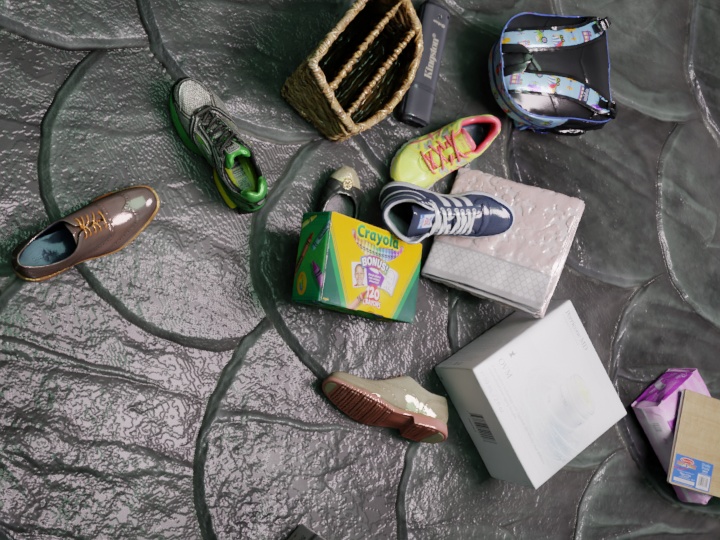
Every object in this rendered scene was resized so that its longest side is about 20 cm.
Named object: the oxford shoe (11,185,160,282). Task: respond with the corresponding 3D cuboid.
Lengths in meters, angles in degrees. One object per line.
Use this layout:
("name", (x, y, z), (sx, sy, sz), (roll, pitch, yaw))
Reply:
("oxford shoe", (-0.337, -0.048, 0.953), (0.200, 0.073, 0.072), (-36, 98, -21))

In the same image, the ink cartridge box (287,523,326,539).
("ink cartridge box", (-0.071, 0.414, 0.951), (0.083, 0.200, 0.147), (46, 71, -8))

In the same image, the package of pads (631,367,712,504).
("package of pads", (0.549, 0.276, 1.278), (0.120, 0.076, 0.201), (-33, 98, -24))

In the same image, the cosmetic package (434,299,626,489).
("cosmetic package", (0.257, 0.180, 1.146), (0.199, 0.123, 0.200), (-32, 97, -23))

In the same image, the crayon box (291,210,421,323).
("crayon box", (0.000, 0.000, 1.051), (0.199, 0.058, 0.120), (16, 78, -47))

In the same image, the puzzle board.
("puzzle board", (0.587, 0.291, 1.244), (0.199, 0.017, 0.152), (18, 80, -19))

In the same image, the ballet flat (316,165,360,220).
("ballet flat", (-0.034, -0.053, 1.084), (0.066, 0.057, 0.201), (16, 79, -18))

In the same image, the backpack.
("backpack", (0.284, -0.304, 1.193), (0.199, 0.134, 0.184), (-2, 86, -23))

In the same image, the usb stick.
("usb stick", (0.099, -0.318, 1.175), (0.055, 0.033, 0.201), (16, 79, -22))

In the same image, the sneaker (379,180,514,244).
("sneaker", (0.121, -0.074, 1.073), (0.198, 0.109, 0.071), (10, 111, 2))

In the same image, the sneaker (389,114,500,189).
("sneaker", (0.129, -0.183, 1.144), (0.200, 0.090, 0.078), (-36, 100, -19))

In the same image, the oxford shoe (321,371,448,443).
("oxford shoe", (0.037, 0.183, 1.098), (0.199, 0.071, 0.074), (27, 51, -17))

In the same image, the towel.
("towel", (0.210, -0.048, 1.139), (0.199, 0.032, 0.192), (19, 76, 17))

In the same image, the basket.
("basket", (0.009, -0.289, 1.075), (0.143, 0.149, 0.200), (42, 71, -13))

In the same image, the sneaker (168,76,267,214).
("sneaker", (-0.182, -0.174, 1.022), (0.078, 0.085, 0.201), (-37, 98, -20))
